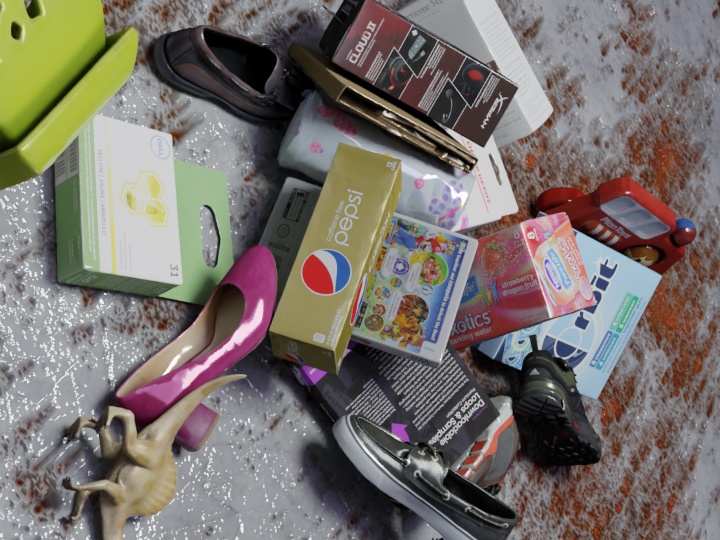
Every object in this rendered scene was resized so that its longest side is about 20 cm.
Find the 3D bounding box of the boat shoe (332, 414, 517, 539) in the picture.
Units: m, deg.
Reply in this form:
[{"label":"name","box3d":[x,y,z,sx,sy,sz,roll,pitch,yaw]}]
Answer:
[{"label":"boat shoe","box3d":[0.062,0.193,1.264,0.200,0.057,0.069,40,16,-12]}]

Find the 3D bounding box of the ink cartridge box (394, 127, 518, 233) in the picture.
[{"label":"ink cartridge box","box3d":[0.082,-0.092,1.488,0.200,0.067,0.118,-14,84,-49]}]

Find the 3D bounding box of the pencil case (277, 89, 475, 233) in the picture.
[{"label":"pencil case","box3d":[0.015,-0.103,1.345,0.199,0.083,0.091,27,12,-7]}]

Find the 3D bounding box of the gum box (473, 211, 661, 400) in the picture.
[{"label":"gum box","box3d":[0.241,0.045,1.552,0.200,0.045,0.170,23,96,-40]}]

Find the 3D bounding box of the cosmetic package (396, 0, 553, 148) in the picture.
[{"label":"cosmetic package","box3d":[0.133,-0.244,1.589,0.200,0.101,0.074,58,39,-11]}]

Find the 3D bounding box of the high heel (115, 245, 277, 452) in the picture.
[{"label":"high heel","box3d":[-0.140,0.050,1.159,0.096,0.067,0.201,42,67,-42]}]

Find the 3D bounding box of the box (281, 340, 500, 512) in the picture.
[{"label":"box","box3d":[0.034,0.116,1.324,0.143,0.036,0.200,-42,107,-21]}]

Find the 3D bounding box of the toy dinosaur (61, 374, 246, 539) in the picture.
[{"label":"toy dinosaur","box3d":[-0.182,0.149,1.083,0.101,0.058,0.200,38,71,-31]}]

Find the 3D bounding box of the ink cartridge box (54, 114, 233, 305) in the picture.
[{"label":"ink cartridge box","box3d":[-0.177,-0.048,1.193,0.200,0.048,0.146,11,66,-44]}]

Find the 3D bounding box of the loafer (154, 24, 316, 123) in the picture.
[{"label":"loafer","box3d":[-0.108,-0.194,1.320,0.200,0.063,0.072,11,66,-47]}]

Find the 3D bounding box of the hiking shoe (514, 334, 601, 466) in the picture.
[{"label":"hiking shoe","box3d":[0.226,0.150,1.504,0.200,0.075,0.101,57,34,-53]}]

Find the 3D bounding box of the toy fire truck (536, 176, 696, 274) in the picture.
[{"label":"toy fire truck","box3d":[0.315,-0.038,1.649,0.200,0.168,0.113,30,53,-37]}]

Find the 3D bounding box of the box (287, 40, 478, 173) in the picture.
[{"label":"box","box3d":[0.019,-0.170,1.366,0.163,0.021,0.200,26,13,-25]}]

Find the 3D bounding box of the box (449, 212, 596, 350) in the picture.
[{"label":"box","box3d":[0.125,0.021,1.382,0.095,0.200,0.103,-11,83,-50]}]

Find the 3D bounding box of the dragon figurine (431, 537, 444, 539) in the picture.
[{"label":"dragon figurine","box3d":[0.064,0.287,1.243,0.099,0.200,0.059,-26,86,-15]}]

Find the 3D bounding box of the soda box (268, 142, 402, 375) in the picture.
[{"label":"soda box","box3d":[-0.020,-0.012,1.232,0.068,0.064,0.201,87,20,-66]}]

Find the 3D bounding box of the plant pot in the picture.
[{"label":"plant pot","box3d":[-0.298,-0.161,0.995,0.182,0.199,0.199,56,40,-26]}]

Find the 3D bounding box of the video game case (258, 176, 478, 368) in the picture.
[{"label":"video game case","box3d":[0.000,0.000,1.288,0.199,0.018,0.144,19,59,3]}]

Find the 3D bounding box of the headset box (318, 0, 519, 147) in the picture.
[{"label":"headset box","box3d":[0.047,-0.215,1.375,0.199,0.075,0.149,28,10,-13]}]

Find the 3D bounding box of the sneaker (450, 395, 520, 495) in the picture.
[{"label":"sneaker","box3d":[0.124,0.209,1.399,0.200,0.077,0.082,-43,112,-48]}]
